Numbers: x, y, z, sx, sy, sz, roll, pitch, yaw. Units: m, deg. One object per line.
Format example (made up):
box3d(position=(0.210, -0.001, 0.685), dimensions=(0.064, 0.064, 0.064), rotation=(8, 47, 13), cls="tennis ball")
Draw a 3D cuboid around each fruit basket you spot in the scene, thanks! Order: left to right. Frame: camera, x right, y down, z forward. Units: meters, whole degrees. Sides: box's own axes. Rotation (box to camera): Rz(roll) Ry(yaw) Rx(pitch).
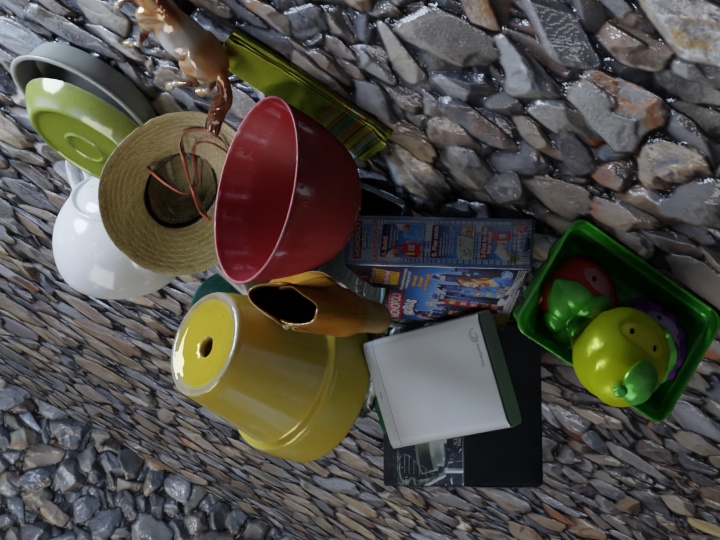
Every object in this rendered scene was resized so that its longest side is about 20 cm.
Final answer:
box3d(position=(0.265, 0.062, 1.519), dimensions=(0.215, 0.156, 0.216), rotation=(31, 174, 4), cls="fruit basket")

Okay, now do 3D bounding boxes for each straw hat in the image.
box3d(position=(-0.215, -0.100, 1.794), dimensions=(0.200, 0.202, 0.085), rotation=(34, -170, -14), cls="straw hat")

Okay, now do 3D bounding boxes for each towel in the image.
box3d(position=(-0.063, -0.181, 1.576), dimensions=(0.199, 0.018, 0.086), rotation=(33, 158, -10), cls="towel")

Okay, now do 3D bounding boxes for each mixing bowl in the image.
box3d(position=(-0.067, -0.077, 1.585), dimensions=(0.108, 0.202, 0.200), rotation=(11, 168, -27), cls="mixing bowl")

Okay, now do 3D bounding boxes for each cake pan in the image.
box3d(position=(-0.334, -0.210, 1.823), dimensions=(0.199, 0.037, 0.201), rotation=(24, 159, 10), cls="cake pan")

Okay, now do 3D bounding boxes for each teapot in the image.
box3d(position=(-0.324, -0.069, 1.978), dimensions=(0.198, 0.198, 0.147), rotation=(4, 125, 10), cls="teapot")

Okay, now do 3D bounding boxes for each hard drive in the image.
box3d(position=(0.091, 0.130, 1.730), dimensions=(0.199, 0.027, 0.133), rotation=(-18, 88, 47), cls="hard drive")

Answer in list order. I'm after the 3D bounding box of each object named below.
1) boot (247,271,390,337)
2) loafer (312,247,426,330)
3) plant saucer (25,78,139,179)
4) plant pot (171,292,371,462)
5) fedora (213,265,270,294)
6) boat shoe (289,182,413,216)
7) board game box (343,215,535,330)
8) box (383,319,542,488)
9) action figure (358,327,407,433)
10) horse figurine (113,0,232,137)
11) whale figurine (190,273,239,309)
box3d(position=(-0.077, 0.031, 1.642), dimensions=(0.200, 0.072, 0.143), rotation=(11, 179, 42), cls="boot")
box3d(position=(0.000, 0.000, 1.767), dimensions=(0.199, 0.076, 0.070), rotation=(32, -171, -10), cls="loafer")
box3d(position=(-0.334, -0.162, 1.838), dimensions=(0.199, 0.031, 0.200), rotation=(25, 158, 11), cls="plant saucer")
box3d(position=(-0.120, 0.115, 1.811), dimensions=(0.188, 0.203, 0.200), rotation=(23, 167, -38), cls="plant pot")
box3d(position=(-0.133, -0.021, 1.873), dimensions=(0.176, 0.090, 0.201), rotation=(35, 163, 37), cls="fedora")
box3d(position=(-0.034, -0.078, 1.694), dimensions=(0.198, 0.075, 0.062), rotation=(21, 160, 16), cls="boat shoe")
box3d(position=(0.079, -0.003, 1.653), dimensions=(0.198, 0.062, 0.200), rotation=(8, 158, -1), cls="board game box")
box3d(position=(0.124, 0.169, 1.850), dimensions=(0.123, 0.202, 0.196), rotation=(4, 171, -30), cls="box")
box3d(position=(0.023, 0.092, 1.860), dimensions=(0.118, 0.054, 0.201), rotation=(53, 138, 40), cls="action figure")
box3d(position=(-0.193, -0.236, 1.553), dimensions=(0.200, 0.050, 0.132), rotation=(48, 155, -12), cls="horse figurine")
box3d(position=(-0.145, 0.058, 2.139), dimensions=(0.198, 0.105, 0.159), rotation=(8, -174, -3), cls="whale figurine")
